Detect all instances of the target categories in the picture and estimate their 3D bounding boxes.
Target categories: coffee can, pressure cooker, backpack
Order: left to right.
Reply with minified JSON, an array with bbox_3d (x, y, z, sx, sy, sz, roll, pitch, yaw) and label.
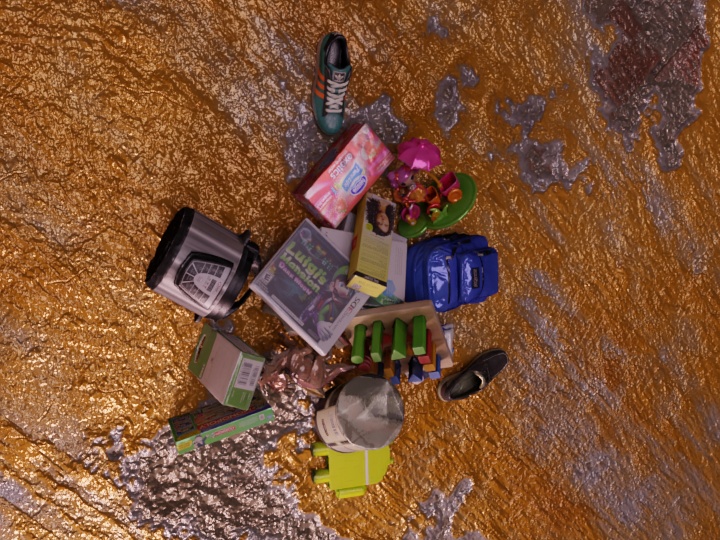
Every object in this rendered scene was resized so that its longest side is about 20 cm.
[{"bbox_3d":[-0.293,-0.006,1.480,0.198,0.175,0.182,31,57,-22],"label":"pressure cooker"},{"bbox_3d":[-0.006,0.302,1.598,0.142,0.200,0.151,4,75,-16],"label":"coffee can"},{"bbox_3d":[0.193,0.002,1.657,0.196,0.166,0.167,-9,95,-37],"label":"backpack"}]

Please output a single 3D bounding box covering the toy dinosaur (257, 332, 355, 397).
[{"bbox_3d":[-0.116,0.201,1.541,0.196,0.086,0.139,18,70,-15],"label":"toy dinosaur"}]

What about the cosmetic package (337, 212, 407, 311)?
[{"bbox_3d":[0.005,0.000,1.624,0.148,0.051,0.205,23,69,-21],"label":"cosmetic package"}]

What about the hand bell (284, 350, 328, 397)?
[{"bbox_3d":[-0.079,0.157,1.647,0.103,0.103,0.203,33,72,-22],"label":"hand bell"}]

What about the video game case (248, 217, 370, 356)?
[{"bbox_3d":[-0.089,0.030,1.497,0.200,0.023,0.183,43,65,-8],"label":"video game case"}]

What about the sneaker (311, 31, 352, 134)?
[{"bbox_3d":[-0.057,-0.382,1.566,0.070,0.080,0.206,-3,99,-20],"label":"sneaker"}]

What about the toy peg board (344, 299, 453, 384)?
[{"bbox_3d":[0.075,0.176,1.580,0.195,0.099,0.201,-9,134,17],"label":"toy peg board"}]

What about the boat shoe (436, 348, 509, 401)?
[{"bbox_3d":[0.272,0.251,1.791,0.197,0.066,0.073,-26,105,-16],"label":"boat shoe"}]

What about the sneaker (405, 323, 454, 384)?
[{"bbox_3d":[0.136,0.137,1.721,0.145,0.080,0.203,-33,106,-20],"label":"sneaker"}]

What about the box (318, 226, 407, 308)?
[{"bbox_3d":[0.000,0.000,1.572,0.195,0.036,0.148,9,74,-19],"label":"box"}]

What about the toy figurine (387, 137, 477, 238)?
[{"bbox_3d":[0.122,-0.188,1.609,0.198,0.152,0.184,-33,132,11],"label":"toy figurine"}]

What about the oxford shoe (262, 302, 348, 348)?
[{"bbox_3d":[-0.115,0.112,1.605,0.198,0.070,0.076,35,93,7],"label":"oxford shoe"}]

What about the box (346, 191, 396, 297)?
[{"bbox_3d":[0.023,-0.054,1.539,0.074,0.050,0.204,19,58,-20],"label":"box"}]

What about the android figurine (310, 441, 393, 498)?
[{"bbox_3d":[-0.016,0.417,1.716,0.195,0.041,0.187,-6,99,-18],"label":"android figurine"}]

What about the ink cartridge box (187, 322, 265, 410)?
[{"bbox_3d":[-0.266,0.185,1.511,0.058,0.199,0.106,19,92,-34],"label":"ink cartridge box"}]

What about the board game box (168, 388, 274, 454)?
[{"bbox_3d":[-0.282,0.301,1.547,0.196,0.134,0.030,-17,103,-18],"label":"board game box"}]

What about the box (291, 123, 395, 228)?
[{"bbox_3d":[-0.035,-0.197,1.594,0.103,0.094,0.201,44,81,-21],"label":"box"}]
